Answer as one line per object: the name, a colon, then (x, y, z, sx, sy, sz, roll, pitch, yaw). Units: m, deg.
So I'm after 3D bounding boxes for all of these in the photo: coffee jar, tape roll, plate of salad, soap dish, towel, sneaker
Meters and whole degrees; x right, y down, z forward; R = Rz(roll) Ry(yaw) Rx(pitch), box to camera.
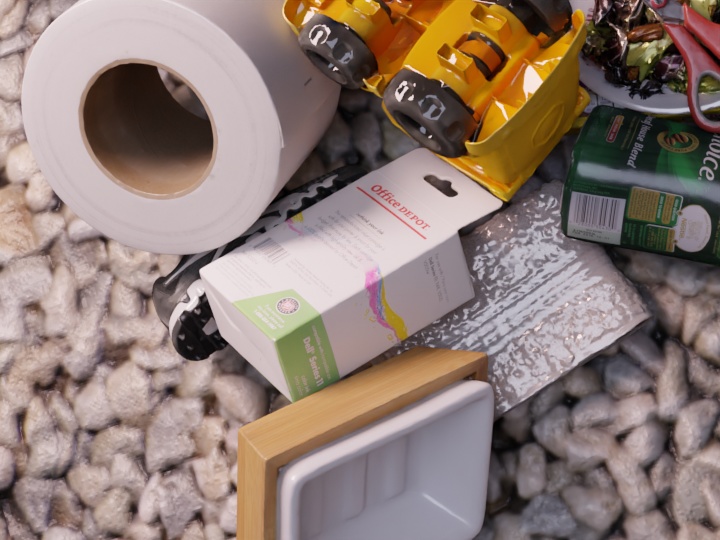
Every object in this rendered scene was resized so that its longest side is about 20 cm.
coffee jar: (0.248, -0.052, 1.394, 0.200, 0.104, 0.085, 13, 124, 13)
tape roll: (-0.129, -0.130, 1.439, 0.203, 0.139, 0.203, 9, 119, 16)
plate of salad: (0.230, -0.210, 1.424, 0.200, 0.048, 0.200, -4, 72, 13)
soap dish: (-0.001, 0.149, 1.379, 0.081, 0.200, 0.157, 34, 134, 39)
towel: (0.100, 0.035, 1.461, 0.200, 0.034, 0.133, -34, 78, 8)
sneaker: (-0.081, -0.022, 1.493, 0.200, 0.066, 0.090, -41, 44, -9)

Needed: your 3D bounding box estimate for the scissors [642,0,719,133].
scissors: (0.225, -0.186, 1.389, 0.073, 0.014, 0.200, -35, 85, 3)

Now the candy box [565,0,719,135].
candy box: (0.239, -0.161, 1.452, 0.200, 0.026, 0.102, -6, 79, 13)

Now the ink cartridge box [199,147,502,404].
ink cartridge box: (0.000, 0.000, 1.422, 0.200, 0.067, 0.117, -30, 39, -17)

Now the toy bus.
toy bus: (0.065, -0.144, 1.410, 0.200, 0.192, 0.136, 35, 80, 25)
